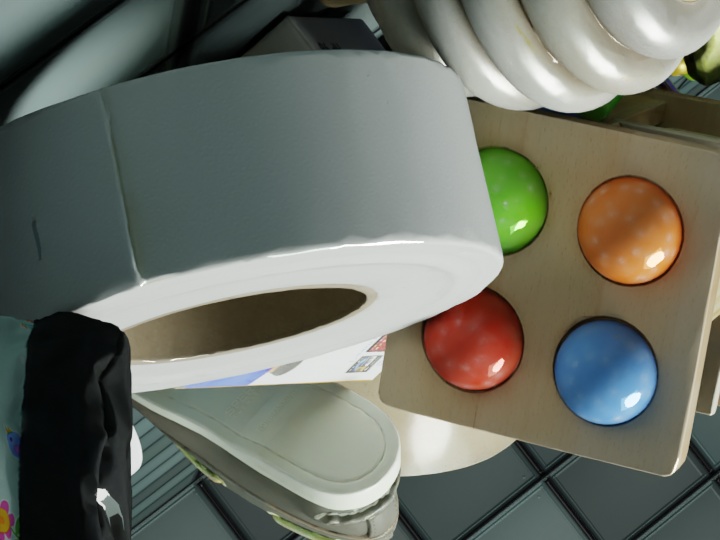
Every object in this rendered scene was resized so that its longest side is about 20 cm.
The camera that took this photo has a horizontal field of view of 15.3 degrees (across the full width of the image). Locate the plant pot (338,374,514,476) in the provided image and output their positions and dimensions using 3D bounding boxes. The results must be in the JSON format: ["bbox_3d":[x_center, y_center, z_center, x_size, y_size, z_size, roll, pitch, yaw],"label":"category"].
[{"bbox_3d":[0.010,0.005,1.513,0.200,0.200,0.135,-32,137,-50],"label":"plant pot"}]

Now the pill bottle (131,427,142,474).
[{"bbox_3d":[-0.203,0.113,1.223,0.200,0.113,0.113,-36,175,-23],"label":"pill bottle"}]

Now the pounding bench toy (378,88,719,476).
[{"bbox_3d":[0.098,-0.040,1.065,0.156,0.124,0.201,-21,122,-68],"label":"pounding bench toy"}]

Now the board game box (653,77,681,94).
[{"bbox_3d":[0.106,-0.097,1.254,0.045,0.135,0.200,-38,168,10],"label":"board game box"}]

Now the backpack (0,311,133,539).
[{"bbox_3d":[-0.169,0.079,0.821,0.199,0.168,0.127,1,150,-6],"label":"backpack"}]

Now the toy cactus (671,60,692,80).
[{"bbox_3d":[0.199,-0.187,1.653,0.200,0.102,0.166,-27,149,-54],"label":"toy cactus"}]

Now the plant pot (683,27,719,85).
[{"bbox_3d":[0.203,-0.180,1.189,0.183,0.201,0.200,-27,176,3],"label":"plant pot"}]

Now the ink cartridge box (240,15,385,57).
[{"bbox_3d":[-0.039,-0.050,1.177,0.200,0.067,0.116,-39,174,15],"label":"ink cartridge box"}]

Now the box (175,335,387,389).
[{"bbox_3d":[0.000,0.000,1.167,0.119,0.042,0.200,-43,159,21],"label":"box"}]

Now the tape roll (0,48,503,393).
[{"bbox_3d":[-0.052,-0.012,0.960,0.201,0.071,0.202,-11,169,-2],"label":"tape roll"}]

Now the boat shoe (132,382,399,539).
[{"bbox_3d":[-0.061,0.064,1.273,0.072,0.201,0.060,-42,147,-24],"label":"boat shoe"}]

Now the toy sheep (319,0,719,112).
[{"bbox_3d":[0.068,-0.120,0.986,0.199,0.139,0.138,-13,-169,37],"label":"toy sheep"}]
